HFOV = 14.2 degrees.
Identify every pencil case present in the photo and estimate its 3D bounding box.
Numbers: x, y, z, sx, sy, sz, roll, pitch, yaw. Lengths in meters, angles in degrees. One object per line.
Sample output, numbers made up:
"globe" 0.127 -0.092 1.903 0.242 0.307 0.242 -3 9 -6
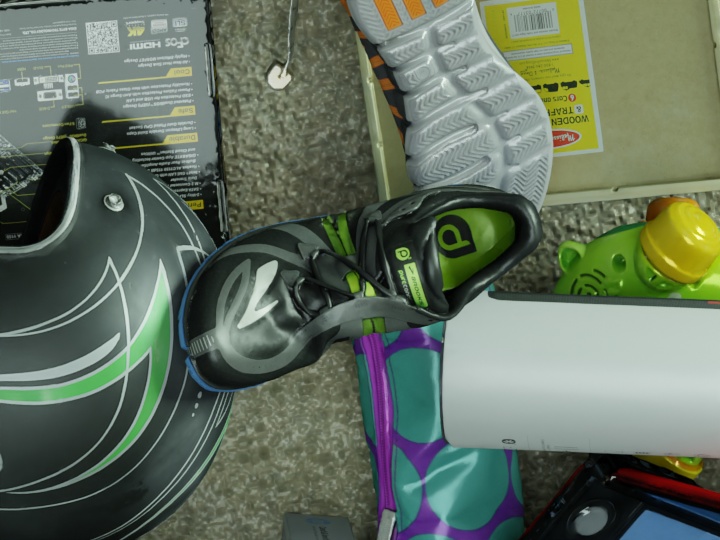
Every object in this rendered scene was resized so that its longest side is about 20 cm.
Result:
"pencil case" 0.035 0.075 1.541 0.092 0.085 0.201 -14 101 -38

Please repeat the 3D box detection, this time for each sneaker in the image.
"sneaker" 0.000 0.000 1.389 0.199 0.083 0.071 -21 93 -25
"sneaker" 0.037 -0.113 1.473 0.077 0.112 0.201 -22 123 -2

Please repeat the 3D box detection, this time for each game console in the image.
"game console" 0.193 0.174 1.499 0.200 0.119 0.173 23 114 -37

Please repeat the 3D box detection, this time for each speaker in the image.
"speaker" 0.142 0.053 1.445 0.199 0.081 0.082 2 100 9

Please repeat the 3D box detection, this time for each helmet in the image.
"helmet" -0.153 0.042 1.430 0.190 0.200 0.201 -19 101 -14

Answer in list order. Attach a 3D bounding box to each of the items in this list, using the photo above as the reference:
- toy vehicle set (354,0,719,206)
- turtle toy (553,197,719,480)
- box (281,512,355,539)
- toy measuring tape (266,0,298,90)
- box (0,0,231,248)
"toy vehicle set" 0.098 -0.097 1.506 0.199 0.027 0.125 -4 99 21
"turtle toy" 0.184 0.042 1.537 0.200 0.101 0.146 37 119 -11
"box" -0.028 0.245 1.532 0.041 0.156 0.201 4 99 -5
"toy measuring tape" -0.061 -0.196 1.499 0.073 0.074 0.201 4 99 -4
"box" -0.171 -0.065 1.524 0.199 0.049 0.161 -6 102 -3
